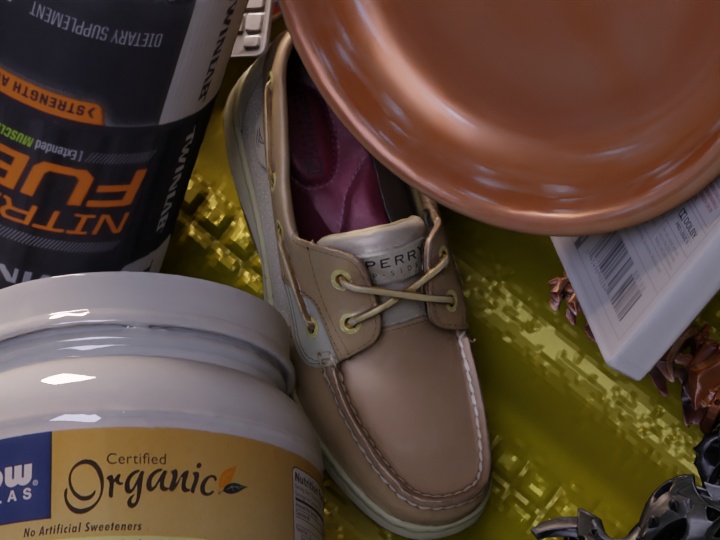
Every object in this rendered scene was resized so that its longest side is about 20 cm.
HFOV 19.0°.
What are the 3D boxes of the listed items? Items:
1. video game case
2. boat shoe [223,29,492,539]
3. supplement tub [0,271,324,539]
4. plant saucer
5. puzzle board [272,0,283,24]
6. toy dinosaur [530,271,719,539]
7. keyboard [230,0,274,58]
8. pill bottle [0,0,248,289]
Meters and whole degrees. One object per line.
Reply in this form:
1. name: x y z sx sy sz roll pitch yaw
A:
1. video game case: 0.132 -0.077 0.731 0.200 0.018 0.144 -53 27 22
2. boat shoe: 0.000 0.000 0.794 0.074 0.066 0.201 -16 72 -21
3. supplement tub: -0.082 0.115 0.735 0.143 0.144 0.201 -9 67 15
4. plant saucer: 0.058 -0.112 0.708 0.199 0.037 0.202 14 117 29
5. puzzle board: -0.074 -0.163 0.887 0.199 0.017 0.151 -29 73 9
6. toy dinosaur: 0.134 0.088 0.751 0.135 0.102 0.200 -36 53 -10
7. keyboard: -0.112 -0.110 0.857 0.199 0.011 0.057 2 87 35
8. pill bottle: -0.111 -0.053 0.792 0.106 0.106 0.201 37 129 20
